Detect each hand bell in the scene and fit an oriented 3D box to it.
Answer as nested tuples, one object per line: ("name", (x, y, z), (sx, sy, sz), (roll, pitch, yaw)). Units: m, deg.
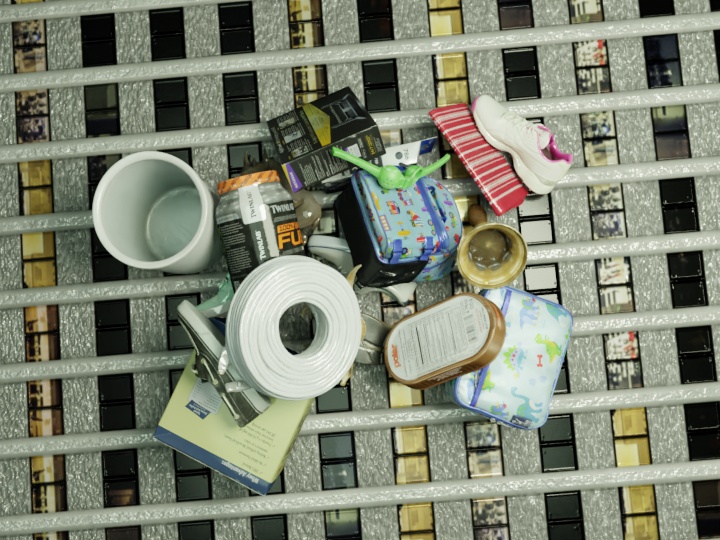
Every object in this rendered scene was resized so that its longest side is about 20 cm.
("hand bell", (0.193, -0.065, 1.055), (0.102, 0.201, 0.106), (1, 117, 1))

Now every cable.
("cable", (-0.092, 0.080, 0.940), (0.197, 0.069, 0.203), (8, 88, -30))

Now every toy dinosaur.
("toy dinosaur", (-0.039, 0.075, 1.051), (0.100, 0.058, 0.203), (8, 107, 11))

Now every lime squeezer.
("lime squeezer", (0.057, -0.146, 0.985), (0.197, 0.071, 0.038), (-2, 125, -25))

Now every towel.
("towel", (0.196, -0.184, 1.096), (0.022, 0.144, 0.201), (-36, 86, 34))

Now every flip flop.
("flip flop", (0.039, 0.117, 1.112), (0.197, 0.058, 0.082), (11, 90, -14))

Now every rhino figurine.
("rhino figurine", (-0.138, -0.130, 1.121), (0.087, 0.060, 0.201), (-42, 69, 9))

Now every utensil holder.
("utensil holder", (-0.300, -0.081, 1.057), (0.167, 0.200, 0.173), (0, 87, 1))

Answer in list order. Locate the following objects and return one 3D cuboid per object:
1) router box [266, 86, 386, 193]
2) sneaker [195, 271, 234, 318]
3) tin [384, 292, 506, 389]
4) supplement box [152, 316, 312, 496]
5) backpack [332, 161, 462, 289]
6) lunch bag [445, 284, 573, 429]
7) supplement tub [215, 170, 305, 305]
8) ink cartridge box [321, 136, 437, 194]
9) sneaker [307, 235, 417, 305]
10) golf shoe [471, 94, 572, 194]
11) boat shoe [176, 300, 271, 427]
("router box", (-0.060, -0.214, 1.069), (0.155, 0.201, 0.053), (-23, 124, -1))
("sneaker", (-0.213, 0.000, 1.104), (0.199, 0.074, 0.119), (-32, 92, -17))
("tin", (0.120, 0.104, 0.995), (0.198, 0.042, 0.113), (-27, 53, 29))
("supplement box", (-0.184, 0.208, 1.066), (0.198, 0.134, 0.202), (26, 86, 4))
("backpack", (0.079, -0.073, 1.052), (0.197, 0.135, 0.185), (-4, 64, -27))
("lunch bag", (0.223, 0.131, 1.021), (0.159, 0.082, 0.202), (22, 82, -4))
("supplement tub", (-0.149, -0.043, 1.019), (0.121, 0.123, 0.203), (-13, 96, 0))
("ink cartridge box", (0.031, -0.172, 1.108), (0.197, 0.099, 0.040), (-13, 85, 1))
("sneaker", (0.000, 0.000, 1.108), (0.197, 0.073, 0.072), (20, 79, 1))
("golf shoe", (0.269, -0.224, 1.105), (0.200, 0.092, 0.075), (47, 55, 1))
("boat shoe", (-0.213, 0.136, 0.971), (0.063, 0.071, 0.201), (-37, 86, -3))
